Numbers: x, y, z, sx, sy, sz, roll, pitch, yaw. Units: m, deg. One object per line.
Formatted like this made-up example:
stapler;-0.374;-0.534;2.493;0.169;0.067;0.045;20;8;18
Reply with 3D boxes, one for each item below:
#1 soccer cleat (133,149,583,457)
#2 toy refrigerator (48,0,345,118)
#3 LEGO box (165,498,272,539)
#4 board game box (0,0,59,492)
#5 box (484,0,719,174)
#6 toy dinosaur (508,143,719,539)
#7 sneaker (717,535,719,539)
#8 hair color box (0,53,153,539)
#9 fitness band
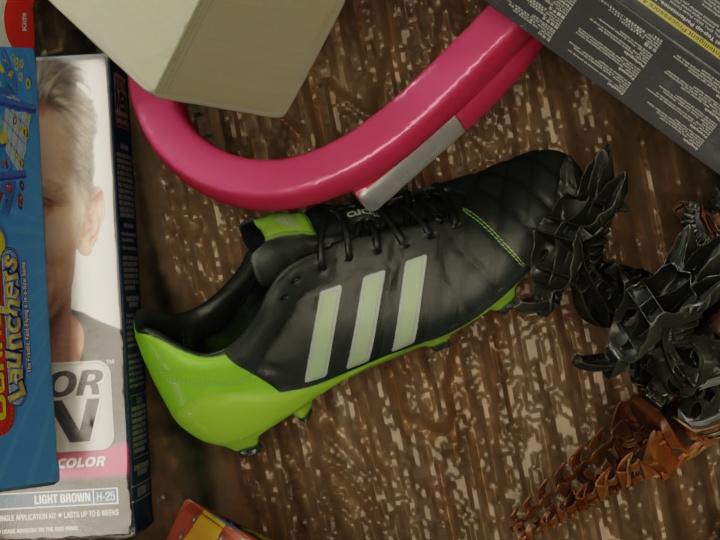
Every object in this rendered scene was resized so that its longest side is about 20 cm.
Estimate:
soccer cleat;0.000;0.000;1.088;0.200;0.068;0.081;-32;119;3
toy refrigerator;-0.097;-0.145;1.043;0.200;0.076;0.070;42;113;36
LEGO box;-0.040;0.214;1.033;0.149;0.077;0.201;27;87;-23
board game box;-0.215;-0.009;1.062;0.199;0.056;0.197;-4;89;38
box;0.164;-0.111;1.052;0.200;0.049;0.161;36;48;1
toy dinosaur;0.137;0.029;1.067;0.102;0.136;0.201;12;69;43
sneaker;0.204;0.080;1.094;0.066;0.079;0.200;30;73;17
hair color box;-0.144;0.013;1.106;0.100;0.061;0.201;-4;89;3
fitness band;-0.005;-0.109;1.085;0.200;0.037;0.144;-43;65;-3
